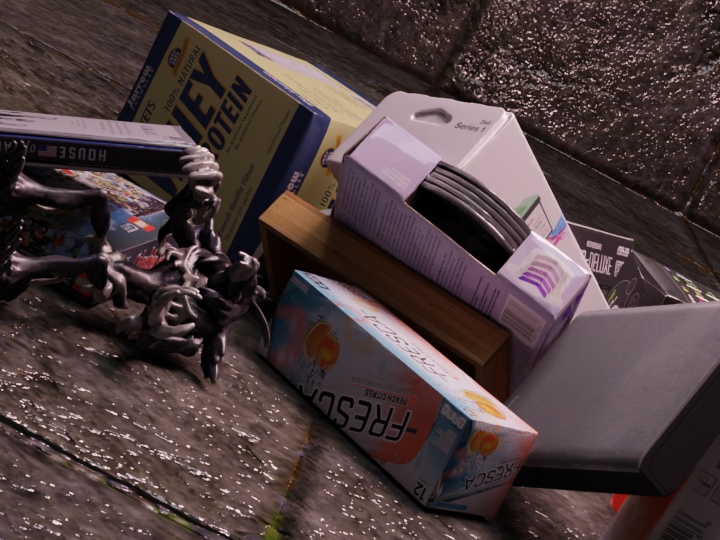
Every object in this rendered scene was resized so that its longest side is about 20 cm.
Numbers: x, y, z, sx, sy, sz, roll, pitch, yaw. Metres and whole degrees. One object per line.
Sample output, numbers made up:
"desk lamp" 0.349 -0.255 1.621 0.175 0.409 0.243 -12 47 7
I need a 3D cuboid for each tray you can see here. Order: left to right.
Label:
"tray" 0.017 0.031 1.332 0.199 0.037 0.099 32 -28 23

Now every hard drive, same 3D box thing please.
"hard drive" 0.161 0.078 1.169 0.033 0.140 0.199 48 -22 -15

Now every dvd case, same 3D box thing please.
"dvd case" -0.207 -0.084 1.200 0.198 0.025 0.150 5 8 -10

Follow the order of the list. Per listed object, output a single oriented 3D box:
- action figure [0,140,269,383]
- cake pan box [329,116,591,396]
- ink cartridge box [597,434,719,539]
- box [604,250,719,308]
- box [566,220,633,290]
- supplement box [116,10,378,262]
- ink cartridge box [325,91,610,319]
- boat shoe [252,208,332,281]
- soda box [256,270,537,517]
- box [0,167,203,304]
"action figure" -0.121 -0.006 1.113 0.198 0.102 0.120 16 59 -31
"cake pan box" 0.060 0.004 1.325 0.184 0.052 0.201 36 -25 13
"ink cartridge box" 0.205 0.112 1.223 0.050 0.163 0.200 28 11 -12
"box" 0.267 0.103 1.443 0.198 0.150 0.124 25 13 -12
"box" 0.119 -0.018 1.682 0.198 0.050 0.157 4 -5 37
"supplement box" -0.065 -0.093 1.560 0.200 0.135 0.199 36 14 37
"ink cartridge box" 0.081 -0.024 1.412 0.144 0.084 0.201 15 -37 50
"boat shoe" 0.000 0.000 1.480 0.199 0.074 0.061 5 43 -49
"soda box" 0.020 0.076 1.203 0.068 0.064 0.200 16 16 -43
"box" -0.196 -0.038 1.263 0.136 0.038 0.200 29 12 7
